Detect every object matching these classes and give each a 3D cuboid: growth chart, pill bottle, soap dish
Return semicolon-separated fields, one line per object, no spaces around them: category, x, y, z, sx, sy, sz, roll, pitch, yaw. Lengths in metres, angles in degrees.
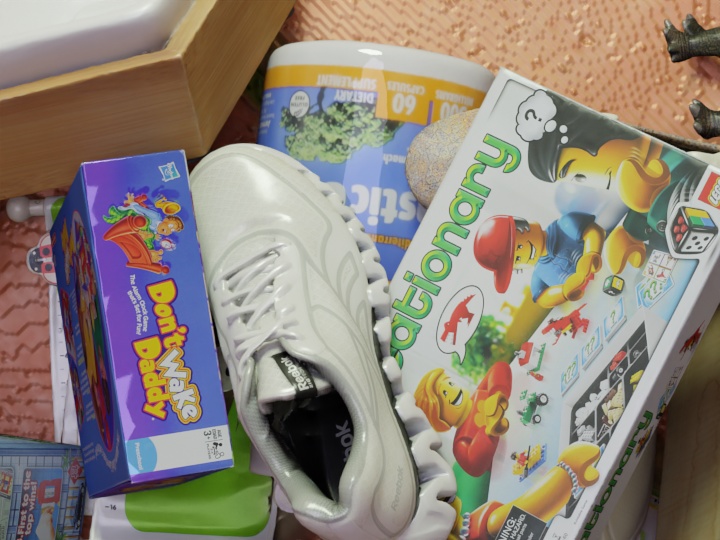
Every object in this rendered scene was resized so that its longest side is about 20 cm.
growth chart;-0.093;0.053;1.224;0.145;0.018;0.200;-8;85;7
pill bottle;0.000;0.000;1.165;0.112;0.112;0.200;5;85;9
soap dish;-0.117;-0.110;1.149;0.157;0.200;0.081;-12;117;21

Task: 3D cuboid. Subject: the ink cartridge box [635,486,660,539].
ink cartridge box;0.078;0.147;1.090;0.148;0.200;0.076;24;108;10

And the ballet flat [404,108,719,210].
ballet flat;0.122;-0.042;1.107;0.200;0.067;0.068;7;74;-14

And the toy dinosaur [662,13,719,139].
toy dinosaur;0.205;-0.091;1.160;0.102;0.077;0.200;-18;78;21

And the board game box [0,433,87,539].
board game box;-0.254;0.099;1.143;0.200;0.200;0.062;6;88;14

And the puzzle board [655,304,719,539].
puzzle board;0.183;0.071;1.045;0.017;0.151;0.200;33;46;-24

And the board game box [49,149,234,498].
board game box;-0.102;0.030;1.116;0.045;0.200;0.135;-8;85;-12

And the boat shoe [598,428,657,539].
boat shoe;0.105;0.048;1.124;0.060;0.074;0.200;1;46;15

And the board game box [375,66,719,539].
board game box;0.071;0.030;1.047;0.126;0.035;0.200;27;91;25

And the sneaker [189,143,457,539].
sneaker;-0.026;0.028;1.027;0.075;0.081;0.200;-33;65;17
